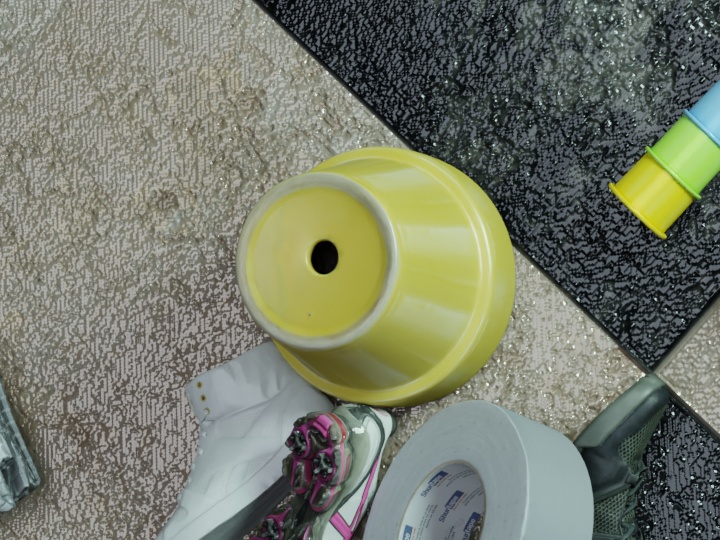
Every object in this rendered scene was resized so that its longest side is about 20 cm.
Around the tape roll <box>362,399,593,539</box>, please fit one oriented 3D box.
[{"bbox_3d":[0.082,0.200,1.598,0.200,0.066,0.202,-39,39,40],"label":"tape roll"}]

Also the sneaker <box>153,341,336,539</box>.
[{"bbox_3d":[-0.115,0.148,1.736,0.200,0.074,0.116,-42,71,2],"label":"sneaker"}]

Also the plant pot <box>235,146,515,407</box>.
[{"bbox_3d":[0.000,0.000,1.640,0.199,0.189,0.203,-2,85,19],"label":"plant pot"}]

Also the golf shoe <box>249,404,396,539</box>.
[{"bbox_3d":[-0.027,0.194,1.692,0.073,0.092,0.201,43,124,33],"label":"golf shoe"}]

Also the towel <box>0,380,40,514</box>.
[{"bbox_3d":[-0.373,0.141,1.823,0.165,0.085,0.201,-30,74,14],"label":"towel"}]

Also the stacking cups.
[{"bbox_3d":[0.275,-0.113,1.616,0.200,0.060,0.061,-46,73,11],"label":"stacking cups"}]

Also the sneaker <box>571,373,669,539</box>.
[{"bbox_3d":[0.192,0.179,1.616,0.114,0.076,0.200,36,101,17],"label":"sneaker"}]
